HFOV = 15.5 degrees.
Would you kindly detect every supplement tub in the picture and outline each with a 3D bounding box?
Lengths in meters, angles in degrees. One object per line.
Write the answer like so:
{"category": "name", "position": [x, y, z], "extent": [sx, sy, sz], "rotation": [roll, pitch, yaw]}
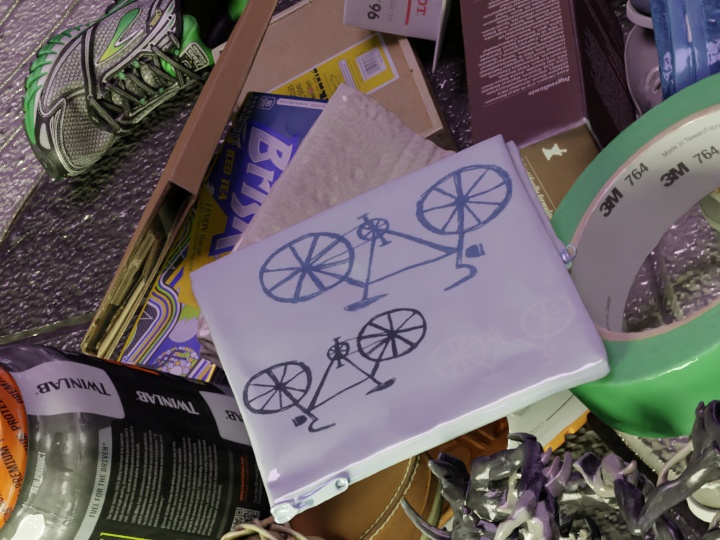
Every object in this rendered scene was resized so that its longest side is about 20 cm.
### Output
{"category": "supplement tub", "position": [-0.137, 0.106, 1.351], "extent": [0.122, 0.200, 0.123], "rotation": [-13, 70, 41]}

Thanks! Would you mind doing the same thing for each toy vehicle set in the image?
{"category": "toy vehicle set", "position": [-0.019, -0.106, 1.657], "extent": [0.124, 0.027, 0.200], "rotation": [-27, 38, 7]}

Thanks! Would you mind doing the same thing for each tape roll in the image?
{"category": "tape roll", "position": [0.173, -0.012, 1.312], "extent": [0.200, 0.048, 0.201], "rotation": [-32, 33, 24]}

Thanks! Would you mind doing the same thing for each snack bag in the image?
{"category": "snack bag", "position": [0.021, 0.026, 1.330], "extent": [0.188, 0.021, 0.200], "rotation": [-24, 41, 0]}

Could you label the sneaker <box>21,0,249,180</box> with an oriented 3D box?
{"category": "sneaker", "position": [-0.148, -0.139, 1.743], "extent": [0.085, 0.078, 0.200], "rotation": [11, 55, 41]}

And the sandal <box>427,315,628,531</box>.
{"category": "sandal", "position": [0.060, 0.075, 1.381], "extent": [0.207, 0.059, 0.079], "rotation": [-47, 40, -18]}

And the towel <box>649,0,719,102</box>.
{"category": "towel", "position": [0.256, -0.134, 1.423], "extent": [0.199, 0.049, 0.112], "rotation": [-4, 48, 2]}

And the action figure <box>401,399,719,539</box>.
{"category": "action figure", "position": [0.104, 0.127, 1.238], "extent": [0.199, 0.119, 0.102], "rotation": [-17, 44, 34]}

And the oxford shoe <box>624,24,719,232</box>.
{"category": "oxford shoe", "position": [0.191, -0.096, 1.476], "extent": [0.075, 0.058, 0.200], "rotation": [-28, 37, 10]}

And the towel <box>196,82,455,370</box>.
{"category": "towel", "position": [0.000, 0.000, 1.461], "extent": [0.200, 0.132, 0.034], "rotation": [-59, 4, -34]}

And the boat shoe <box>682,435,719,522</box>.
{"category": "boat shoe", "position": [0.212, 0.034, 1.316], "extent": [0.072, 0.060, 0.202], "rotation": [12, 57, 39]}

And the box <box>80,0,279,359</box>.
{"category": "box", "position": [-0.103, -0.063, 1.576], "extent": [0.164, 0.021, 0.200], "rotation": [-58, 8, 44]}

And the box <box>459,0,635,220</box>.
{"category": "box", "position": [0.109, -0.101, 1.505], "extent": [0.075, 0.100, 0.200], "rotation": [-21, 38, 15]}

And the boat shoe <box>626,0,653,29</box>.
{"category": "boat shoe", "position": [0.245, -0.184, 1.505], "extent": [0.199, 0.062, 0.073], "rotation": [-9, 28, 14]}

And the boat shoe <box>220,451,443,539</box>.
{"category": "boat shoe", "position": [-0.038, 0.160, 1.321], "extent": [0.200, 0.074, 0.076], "rotation": [-52, 38, -7]}

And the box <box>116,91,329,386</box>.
{"category": "box", "position": [-0.064, -0.004, 1.522], "extent": [0.070, 0.064, 0.200], "rotation": [8, 61, 32]}

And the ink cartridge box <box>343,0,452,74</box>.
{"category": "ink cartridge box", "position": [0.035, -0.226, 1.650], "extent": [0.068, 0.116, 0.200], "rotation": [9, 40, 3]}
